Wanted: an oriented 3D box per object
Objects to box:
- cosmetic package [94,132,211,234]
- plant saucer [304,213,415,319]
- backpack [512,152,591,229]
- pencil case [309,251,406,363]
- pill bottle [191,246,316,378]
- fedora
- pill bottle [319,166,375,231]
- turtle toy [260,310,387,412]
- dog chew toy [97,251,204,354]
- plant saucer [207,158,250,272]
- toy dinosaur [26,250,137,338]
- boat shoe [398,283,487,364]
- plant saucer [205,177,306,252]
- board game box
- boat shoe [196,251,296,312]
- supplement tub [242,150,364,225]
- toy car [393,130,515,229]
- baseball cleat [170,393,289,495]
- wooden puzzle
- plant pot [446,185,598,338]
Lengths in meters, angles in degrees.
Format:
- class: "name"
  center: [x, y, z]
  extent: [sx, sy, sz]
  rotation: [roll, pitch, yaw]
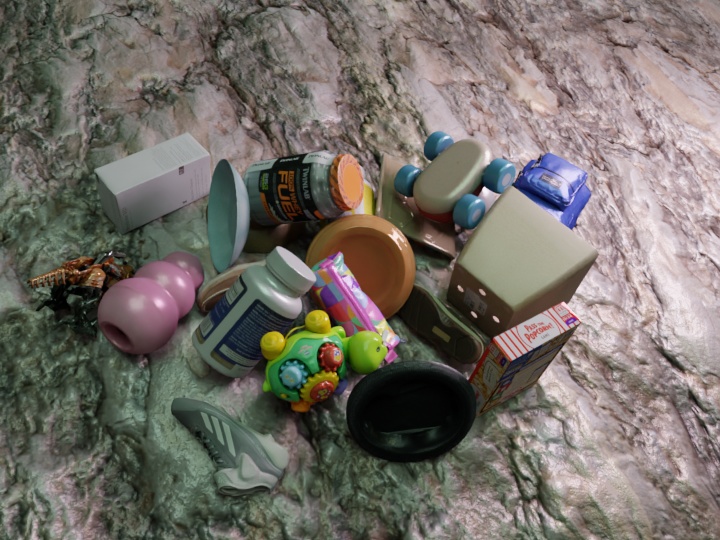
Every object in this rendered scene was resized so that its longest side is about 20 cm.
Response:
- class: "cosmetic package"
  center: [-0.389, -0.168, 1.189]
  extent: [0.200, 0.113, 0.081]
  rotation: [-35, 65, -29]
- class: "plant saucer"
  center: [0.000, 0.000, 1.102]
  extent: [0.200, 0.037, 0.201]
  rotation: [0, 92, -3]
- class: "backpack"
  center: [0.356, -0.129, 1.269]
  extent: [0.162, 0.168, 0.200]
  rotation: [30, 56, 21]
- class: "pencil case"
  center: [-0.012, 0.067, 1.046]
  extent: [0.088, 0.088, 0.200]
  rotation: [-39, 94, -33]
- class: "pill bottle"
  center: [-0.164, 0.063, 0.989]
  extent: [0.111, 0.111, 0.200]
  rotation: [45, 100, 23]
- class: "fedora"
  center: [0.076, 0.202, 0.980]
  extent: [0.200, 0.201, 0.092]
  rotation: [6, 22, -6]
- class: "pill bottle"
  center: [-0.025, -0.115, 1.217]
  extent: [0.111, 0.111, 0.200]
  rotation: [3, 52, -8]
- class: "turtle toy"
  center: [-0.057, 0.143, 0.966]
  extent: [0.200, 0.146, 0.101]
  rotation: [-25, 48, -14]
- class: "dog chew toy"
  center: [-0.333, 0.043, 1.032]
  extent: [0.124, 0.125, 0.200]
  rotation: [26, 47, 10]
- class: "plant saucer"
  center: [-0.231, -0.097, 1.113]
  extent: [0.039, 0.201, 0.201]
  rotation: [-1, 51, -27]
- class: "toy dinosaur"
  center: [-0.448, 0.020, 1.009]
  extent: [0.200, 0.136, 0.102]
  rotation: [22, 15, -50]
- class: "boat shoe"
  center: [0.146, 0.096, 1.124]
  extent: [0.075, 0.075, 0.202]
  rotation: [7, 32, -52]
- class: "plant saucer"
  center: [-0.204, -0.123, 1.237]
  extent: [0.200, 0.035, 0.201]
  rotation: [5, 51, -7]
- class: "board game box"
  center: [0.250, 0.150, 1.005]
  extent: [0.151, 0.200, 0.046]
  rotation: [-22, 59, -26]
- class: "boat shoe"
  center: [-0.187, 0.030, 1.098]
  extent: [0.200, 0.076, 0.072]
  rotation: [-24, 63, -23]
- class: "supplement tub"
  center: [-0.102, -0.148, 1.127]
  extent: [0.200, 0.123, 0.123]
  rotation: [-4, 45, 28]
- class: "toy car"
  center: [0.199, -0.138, 1.229]
  extent: [0.184, 0.200, 0.177]
  rotation: [34, 77, 36]
- class: "baseball cleat"
  center: [-0.206, 0.259, 0.916]
  extent: [0.200, 0.070, 0.107]
  rotation: [23, 51, 8]
- class: "wooden puzzle"
  center: [0.110, -0.125, 1.269]
  extent: [0.200, 0.046, 0.186]
  rotation: [27, 48, -22]
- class: "plant pot"
  center: [0.270, 0.010, 1.136]
  extent: [0.177, 0.200, 0.200]
  rotation: [-40, 67, -21]
